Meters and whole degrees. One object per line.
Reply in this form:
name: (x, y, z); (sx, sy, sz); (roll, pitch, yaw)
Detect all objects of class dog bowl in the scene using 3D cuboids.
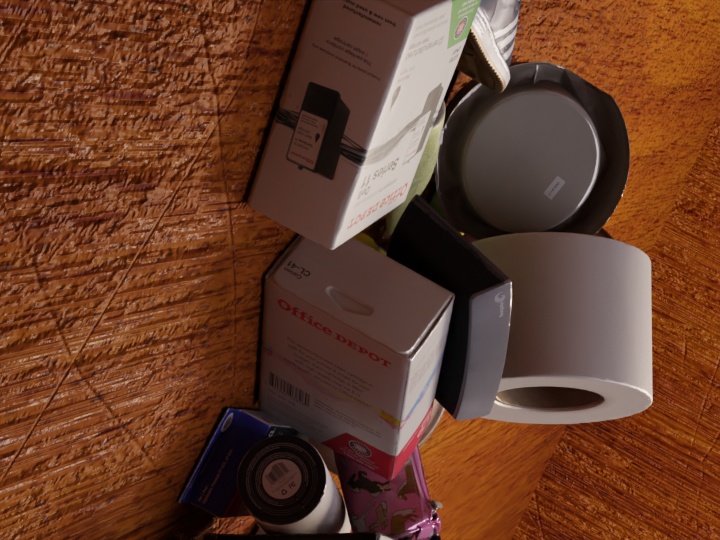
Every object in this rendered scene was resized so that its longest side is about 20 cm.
dog bowl: (0.160, -0.110, 1.769); (0.202, 0.199, 0.059); (-65, -160, 12)

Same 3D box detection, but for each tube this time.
tube: (0.045, -0.100, 1.661); (0.057, 0.052, 0.200); (-16, 157, -7)

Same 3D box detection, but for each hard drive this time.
hard drive: (0.071, 0.041, 1.597); (0.042, 0.135, 0.201); (-33, 151, -25)

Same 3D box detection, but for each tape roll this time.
tape roll: (0.179, 0.058, 1.742); (0.203, 0.200, 0.141); (64, 27, -72)

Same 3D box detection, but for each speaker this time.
speaker: (-0.058, 0.212, 1.652); (0.082, 0.081, 0.200); (-58, 164, -13)

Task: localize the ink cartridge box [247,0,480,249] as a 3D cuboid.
ink cartridge box: (0.005, -0.134, 1.382); (0.146, 0.083, 0.201); (-36, 151, -58)

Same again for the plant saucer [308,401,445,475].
plant saucer: (0.030, 0.121, 1.833); (0.199, 0.037, 0.202); (-21, 123, -37)

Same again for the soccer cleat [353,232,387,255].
soccer cleat: (-0.001, 0.000, 1.681); (0.200, 0.064, 0.085); (68, 22, -66)

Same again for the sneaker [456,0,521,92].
sneaker: (0.119, -0.236, 1.613); (0.109, 0.070, 0.200); (-59, 162, -6)

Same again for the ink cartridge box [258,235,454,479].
ink cartridge box: (-0.007, 0.072, 1.581); (0.086, 0.147, 0.201); (-52, 163, -34)

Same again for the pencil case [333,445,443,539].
pencil case: (0.018, 0.166, 1.696); (0.083, 0.086, 0.202); (96, -19, -64)

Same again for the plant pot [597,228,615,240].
plant pot: (0.199, 0.029, 2.144); (0.198, 0.199, 0.202); (0, 117, -65)

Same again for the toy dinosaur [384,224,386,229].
toy dinosaur: (0.056, -0.004, 1.792); (0.200, 0.058, 0.102); (-80, 167, -62)

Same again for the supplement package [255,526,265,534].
supplement package: (-0.082, 0.401, 1.899); (0.201, 0.146, 0.192); (-58, 165, -16)

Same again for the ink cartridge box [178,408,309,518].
ink cartridge box: (-0.102, 0.176, 1.667); (0.095, 0.037, 0.200); (-62, 163, 1)

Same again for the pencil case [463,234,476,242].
pencil case: (0.148, -0.026, 1.890); (0.201, 0.087, 0.087); (-60, 167, 21)

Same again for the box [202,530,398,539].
box: (-0.020, 0.303, 1.624); (0.200, 0.181, 0.105); (32, 59, -54)

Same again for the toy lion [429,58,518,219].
toy lion: (0.123, -0.096, 1.910); (0.192, 0.068, 0.201); (-47, 160, -24)
